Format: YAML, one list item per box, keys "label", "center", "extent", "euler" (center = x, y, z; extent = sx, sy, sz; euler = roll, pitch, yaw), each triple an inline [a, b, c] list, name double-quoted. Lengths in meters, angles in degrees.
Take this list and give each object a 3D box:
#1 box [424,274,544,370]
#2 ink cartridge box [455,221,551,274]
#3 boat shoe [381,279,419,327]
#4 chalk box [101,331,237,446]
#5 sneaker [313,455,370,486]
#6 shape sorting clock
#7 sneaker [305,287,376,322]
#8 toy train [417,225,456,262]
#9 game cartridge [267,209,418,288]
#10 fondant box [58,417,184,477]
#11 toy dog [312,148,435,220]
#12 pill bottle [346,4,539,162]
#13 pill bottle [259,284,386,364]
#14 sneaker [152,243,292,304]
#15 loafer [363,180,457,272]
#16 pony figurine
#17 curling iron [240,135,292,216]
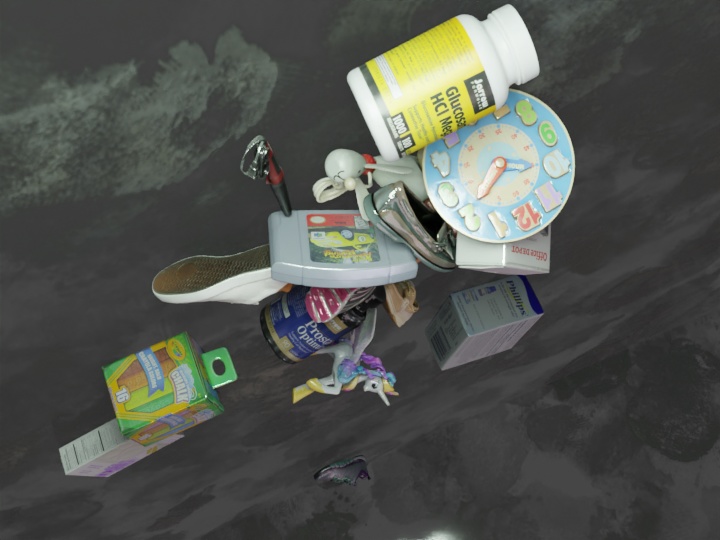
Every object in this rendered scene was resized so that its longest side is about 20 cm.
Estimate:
- label: "box"
  center: [0.268, 0.112, 1.963]
  extent: [0.197, 0.106, 0.185]
  euler: [-14, 156, -23]
- label: "ink cartridge box"
  center: [0.203, -0.099, 1.250]
  extent: [0.084, 0.204, 0.145]
  euler: [3, 178, 37]
- label: "boat shoe"
  center: [0.068, 0.041, 1.645]
  extent: [0.069, 0.074, 0.200]
  euler: [-36, 160, -2]
- label: "chalk box"
  center: [-0.309, 0.193, 1.509]
  extent: [0.197, 0.126, 0.124]
  euler: [-24, 159, -3]
- label: "sneaker"
  center: [-0.056, 0.678, 2.965]
  extent: [0.197, 0.089, 0.075]
  euler: [-12, 156, -30]
- label: "shape sorting clock"
  center: [0.178, -0.136, 1.154]
  extent: [0.197, 0.203, 0.039]
  euler: [-23, 178, -1]
- label: "sneaker"
  center: [0.000, 0.000, 1.350]
  extent: [0.200, 0.074, 0.087]
  euler: [-45, 168, 30]
- label: "toy train"
  center: [0.137, -0.049, 1.514]
  extent: [0.198, 0.056, 0.150]
  euler: [-27, 158, 5]
- label: "game cartridge"
  center: [-0.025, -0.030, 1.212]
  extent: [0.196, 0.134, 0.041]
  euler: [-1, 133, -9]
- label: "fondant box"
  center: [-0.470, 0.340, 1.773]
  extent: [0.198, 0.059, 0.144]
  euler: [-28, 159, 11]
- label: "toy dog"
  center: [0.043, -0.111, 1.209]
  extent: [0.197, 0.097, 0.132]
  euler: [-14, 156, -26]
- label: "pill bottle"
  center: [0.093, -0.213, 1.003]
  extent: [0.198, 0.114, 0.113]
  euler: [-26, 159, 5]
- label: "pill bottle"
  center: [-0.060, 0.062, 1.483]
  extent: [0.198, 0.113, 0.111]
  euler: [-31, 158, 19]
- label: "sneaker"
  center: [-0.189, 0.025, 1.254]
  extent: [0.196, 0.074, 0.085]
  euler: [-9, 138, 4]
- label: "loafer"
  center: [0.087, -0.056, 1.187]
  extent: [0.063, 0.073, 0.199]
  euler: [-34, 141, 25]
- label: "pony figurine"
  center: [-0.030, 0.162, 1.690]
  extent: [0.196, 0.196, 0.167]
  euler: [2, 150, -11]
- label: "curling iron"
  center: [-0.114, -0.112, 1.131]
  extent: [0.050, 0.025, 0.200]
  euler: [-60, 166, -11]
